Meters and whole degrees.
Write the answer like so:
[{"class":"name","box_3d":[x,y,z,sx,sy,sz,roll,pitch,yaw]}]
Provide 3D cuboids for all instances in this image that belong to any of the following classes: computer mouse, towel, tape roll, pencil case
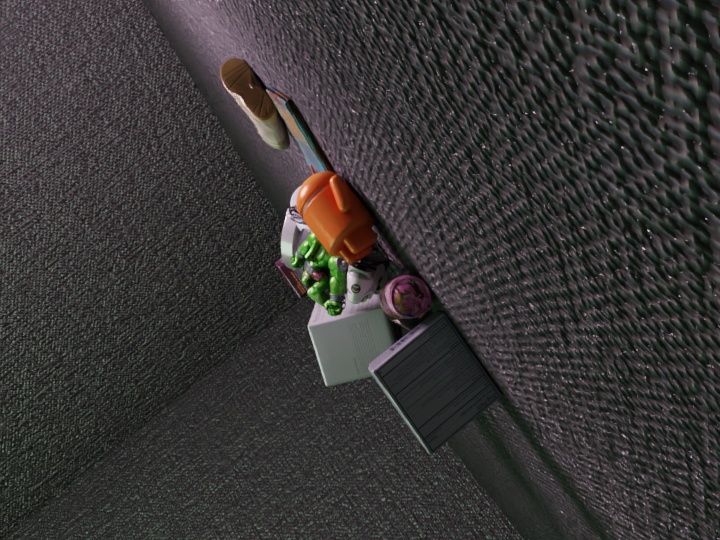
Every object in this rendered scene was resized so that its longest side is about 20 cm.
[{"class":"computer mouse","box_3d":[-0.116,-0.037,1.718,0.137,0.052,0.204,27,133,30]},{"class":"towel","box_3d":[-0.125,-0.281,1.585,0.202,0.022,0.147,58,172,-31]},{"class":"tape roll","box_3d":[-0.138,-0.098,1.923,0.036,0.207,0.204,14,159,19]},{"class":"pencil case","box_3d":[0.086,0.055,1.523,0.200,0.081,0.089,154,98,-84]}]

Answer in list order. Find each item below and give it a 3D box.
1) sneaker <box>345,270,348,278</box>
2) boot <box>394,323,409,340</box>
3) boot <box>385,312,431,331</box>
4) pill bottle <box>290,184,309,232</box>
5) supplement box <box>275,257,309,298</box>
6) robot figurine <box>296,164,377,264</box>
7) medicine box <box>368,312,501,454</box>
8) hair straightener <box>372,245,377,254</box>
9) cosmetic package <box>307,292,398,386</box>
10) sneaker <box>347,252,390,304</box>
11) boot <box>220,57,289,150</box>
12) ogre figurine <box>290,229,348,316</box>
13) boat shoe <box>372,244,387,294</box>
[{"class":"sneaker","box_3d":[0.000,0.000,1.797,0.090,0.076,0.198,43,-165,30]},{"class":"boot","box_3d":[0.149,0.187,1.793,0.203,0.072,0.150,61,171,-21]},{"class":"boot","box_3d":[0.116,0.106,1.659,0.075,0.074,0.200,45,179,-37]},{"class":"pill bottle","box_3d":[-0.091,-0.113,1.819,0.114,0.113,0.201,49,173,35]},{"class":"supplement box","box_3d":[-0.127,-0.034,2.124,0.111,0.199,0.086,53,174,-15]},{"class":"robot figurine","box_3d":[-0.050,-0.112,1.505,0.201,0.116,0.144,51,-172,17]},{"class":"medicine box","box_3d":[0.143,0.218,1.493,0.202,0.181,0.103,54,175,-1]},{"class":"hair straightener","box_3d":[-0.031,-0.109,1.661,0.076,0.041,0.201,-17,118,50]},{"class":"cosmetic package","box_3d":[-0.007,0.157,1.879,0.168,0.195,0.170,-77,-28,-70]},{"class":"sneaker","box_3d":[0.008,0.015,1.583,0.072,0.091,0.200,17,-163,13]},{"class":"boot","box_3d":[-0.237,-0.374,1.729,0.201,0.072,0.155,51,176,24]},{"class":"ogre figurine","box_3d":[-0.080,-0.008,1.607,0.096,0.122,0.202,13,-150,-21]},{"class":"boat shoe","box_3d":[-0.003,-0.040,1.724,0.203,0.073,0.060,58,174,-5]}]
